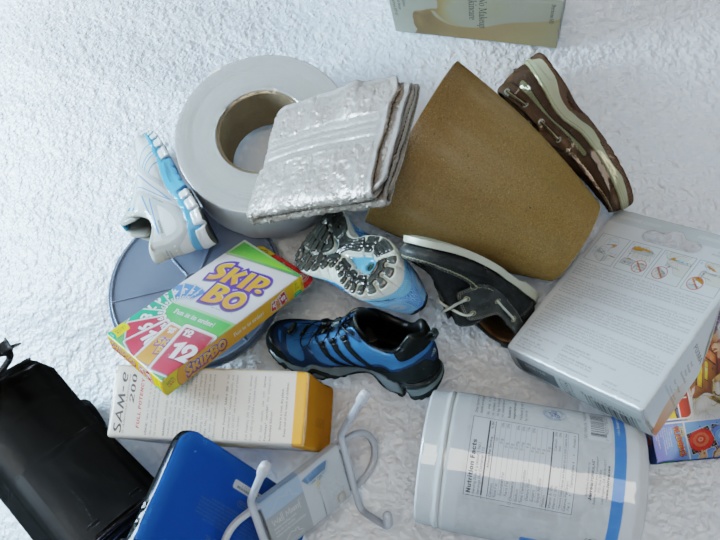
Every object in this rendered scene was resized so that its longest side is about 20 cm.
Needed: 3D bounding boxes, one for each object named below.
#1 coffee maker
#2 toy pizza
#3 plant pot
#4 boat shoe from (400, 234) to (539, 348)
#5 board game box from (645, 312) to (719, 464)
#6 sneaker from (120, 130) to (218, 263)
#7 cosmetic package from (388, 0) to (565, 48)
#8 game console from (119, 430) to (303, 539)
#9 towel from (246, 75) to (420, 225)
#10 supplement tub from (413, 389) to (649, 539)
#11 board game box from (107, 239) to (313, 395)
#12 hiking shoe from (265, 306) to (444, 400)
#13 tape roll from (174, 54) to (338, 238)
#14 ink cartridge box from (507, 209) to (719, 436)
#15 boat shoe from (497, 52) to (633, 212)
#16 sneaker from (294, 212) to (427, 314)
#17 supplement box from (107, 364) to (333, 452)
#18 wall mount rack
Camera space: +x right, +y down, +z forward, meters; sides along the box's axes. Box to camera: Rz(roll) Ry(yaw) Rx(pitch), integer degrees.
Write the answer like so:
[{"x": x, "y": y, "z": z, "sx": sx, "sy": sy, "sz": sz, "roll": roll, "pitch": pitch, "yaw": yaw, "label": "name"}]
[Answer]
[{"x": -0.306, "y": 0.202, "z": 0.749, "sx": 0.200, "sy": 0.193, "sz": 0.135, "roll": 40, "pitch": 71, "yaw": 15, "label": "coffee maker"}, {"x": -0.184, "y": 0.020, "z": 0.847, "sx": 0.198, "sy": 0.032, "sz": 0.202, "roll": -1, "pitch": 65, "yaw": 2, "label": "toy pizza"}, {"x": 0.136, "y": -0.081, "z": 0.768, "sx": 0.199, "sy": 0.186, "sz": 0.188, "roll": 30, "pitch": 82, "yaw": 3, "label": "plant pot"}, {"x": 0.108, "y": 0.021, "z": 0.732, "sx": 0.071, "sy": 0.199, "sz": 0.068, "roll": 16, "pitch": 80, "yaw": 47, "label": "boat shoe"}, {"x": 0.342, "y": 0.085, "z": 0.751, "sx": 0.134, "sy": 0.034, "sz": 0.202, "roll": -7, "pitch": 75, "yaw": 7, "label": "board game box"}, {"x": -0.236, "y": -0.084, "z": 0.845, "sx": 0.086, "sy": 0.075, "sz": 0.200, "roll": -29, "pitch": 50, "yaw": -9, "label": "sneaker"}, {"x": 0.135, "y": -0.320, "z": 0.857, "sx": 0.198, "sy": 0.105, "sz": 0.072, "roll": 10, "pitch": 79, "yaw": 13, "label": "cosmetic package"}, {"x": -0.169, "y": 0.268, "z": 0.723, "sx": 0.117, "sy": 0.200, "sz": 0.172, "roll": -4, "pitch": 53, "yaw": 38, "label": "game console"}, {"x": -0.033, "y": -0.114, "z": 0.728, "sx": 0.199, "sy": 0.034, "sz": 0.134, "roll": -5, "pitch": 62, "yaw": 44, "label": "towel"}, {"x": 0.157, "y": 0.191, "z": 0.705, "sx": 0.198, "sy": 0.132, "sz": 0.133, "roll": 7, "pitch": 77, "yaw": 12, "label": "supplement tub"}, {"x": -0.148, "y": 0.037, "z": 0.768, "sx": 0.095, "sy": 0.030, "sz": 0.199, "roll": 29, "pitch": 50, "yaw": 32, "label": "board game box"}, {"x": -0.009, "y": 0.067, "z": 0.773, "sx": 0.198, "sy": 0.087, "sz": 0.075, "roll": 7, "pitch": 41, "yaw": 20, "label": "hiking shoe"}, {"x": -0.106, "y": -0.143, "z": 0.855, "sx": 0.200, "sy": 0.071, "sz": 0.205, "roll": -2, "pitch": 70, "yaw": 4, "label": "tape roll"}, {"x": 0.263, "y": 0.040, "z": 0.725, "sx": 0.200, "sy": 0.050, "sz": 0.162, "roll": -46, "pitch": 38, "yaw": -16, "label": "ink cartridge box"}, {"x": 0.217, "y": -0.138, "z": 0.818, "sx": 0.074, "sy": 0.075, "sz": 0.204, "roll": -31, "pitch": 65, "yaw": 11, "label": "boat shoe"}, {"x": 0.000, "y": 0.000, "z": 0.784, "sx": 0.079, "sy": 0.090, "sz": 0.200, "roll": -52, "pitch": 34, "yaw": 0, "label": "sneaker"}, {"x": -0.137, "y": 0.143, "z": 0.769, "sx": 0.198, "sy": 0.126, "sz": 0.074, "roll": 1, "pitch": 75, "yaw": 9, "label": "supplement box"}, {"x": -0.041, "y": 0.203, "z": 0.701, "sx": 0.199, "sy": 0.175, "sz": 0.074, "roll": -31, "pitch": 30, "yaw": -34, "label": "wall mount rack"}]
